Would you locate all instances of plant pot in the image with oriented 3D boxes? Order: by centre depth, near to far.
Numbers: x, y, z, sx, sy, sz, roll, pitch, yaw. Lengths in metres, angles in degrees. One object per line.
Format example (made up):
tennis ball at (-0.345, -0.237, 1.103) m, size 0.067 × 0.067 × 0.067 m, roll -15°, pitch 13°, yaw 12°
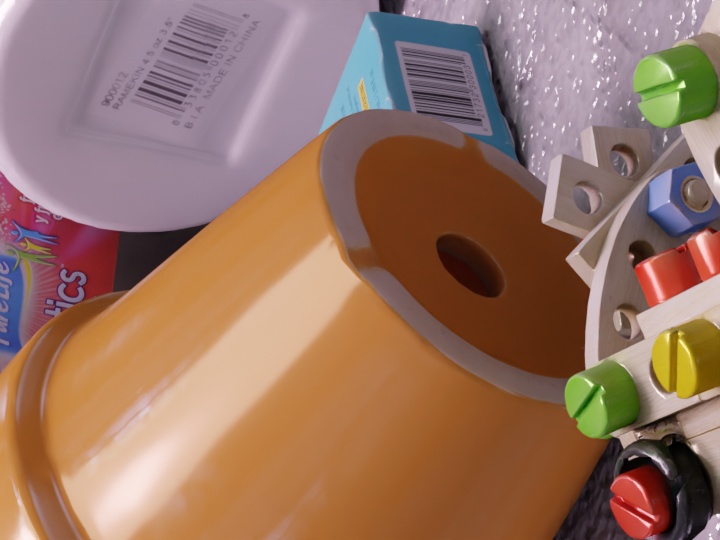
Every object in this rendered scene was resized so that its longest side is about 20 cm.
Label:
plant pot at (-0.009, 0.055, 0.748) m, size 0.183 × 0.199 × 0.201 m, roll -50°, pitch 35°, yaw 31°

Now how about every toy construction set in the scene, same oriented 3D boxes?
toy construction set at (0.094, -0.006, 0.585) m, size 0.132 × 0.092 × 0.200 m, roll 68°, pitch 164°, yaw 7°

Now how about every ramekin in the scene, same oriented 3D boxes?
ramekin at (-0.087, -0.112, 0.987) m, size 0.098 × 0.199 × 0.201 m, roll -116°, pitch 37°, yaw -44°

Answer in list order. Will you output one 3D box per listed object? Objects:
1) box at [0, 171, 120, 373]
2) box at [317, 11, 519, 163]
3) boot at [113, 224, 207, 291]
box at (-0.166, 0.050, 1.007) m, size 0.201 × 0.094 × 0.103 m, roll -89°, pitch 16°, yaw -45°
box at (0.000, 0.000, 0.913) m, size 0.083 × 0.049 × 0.201 m, roll -103°, pitch 27°, yaw -43°
boot at (-0.105, 0.012, 1.208) m, size 0.201 × 0.073 × 0.076 m, roll -101°, pitch 7°, yaw -50°
